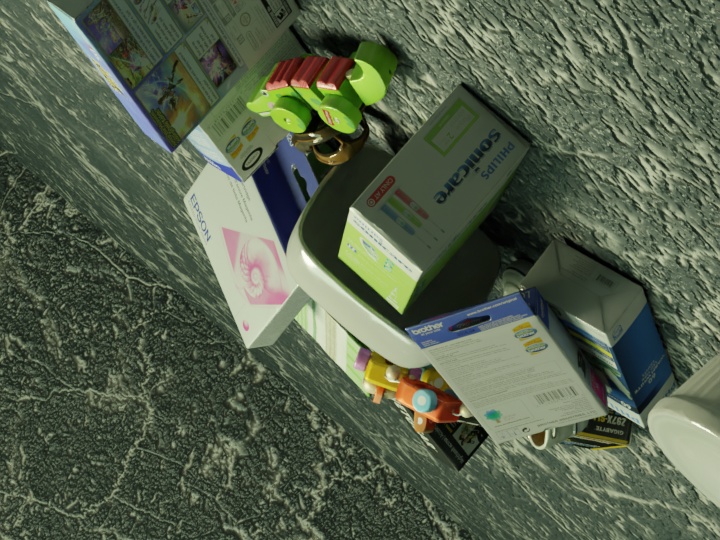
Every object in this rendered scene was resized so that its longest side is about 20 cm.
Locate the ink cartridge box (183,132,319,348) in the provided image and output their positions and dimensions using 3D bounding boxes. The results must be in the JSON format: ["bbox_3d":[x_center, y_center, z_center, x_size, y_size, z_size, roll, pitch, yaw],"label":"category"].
[{"bbox_3d":[-0.106,-0.049,1.765,0.200,0.043,0.198,-51,57,49],"label":"ink cartridge box"}]

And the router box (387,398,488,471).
[{"bbox_3d":[0.108,0.126,1.973,0.051,0.149,0.200,29,163,45],"label":"router box"}]

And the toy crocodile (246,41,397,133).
[{"bbox_3d":[-0.038,-0.169,1.504,0.199,0.068,0.062,5,148,52],"label":"toy crocodile"}]

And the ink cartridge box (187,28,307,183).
[{"bbox_3d":[-0.122,-0.184,1.613,0.076,0.137,0.200,30,164,49],"label":"ink cartridge box"}]

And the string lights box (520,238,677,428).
[{"bbox_3d":[0.228,0.062,1.562,0.102,0.059,0.200,32,165,33],"label":"string lights box"}]

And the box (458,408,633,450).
[{"bbox_3d":[0.189,0.158,1.850,0.198,0.050,0.160,12,173,-5],"label":"box"}]

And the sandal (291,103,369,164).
[{"bbox_3d":[-0.026,-0.130,1.622,0.055,0.081,0.200,56,171,-3],"label":"sandal"}]

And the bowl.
[{"bbox_3d":[0.024,-0.006,1.625,0.200,0.200,0.075,40,132,-5],"label":"bowl"}]

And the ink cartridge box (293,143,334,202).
[{"bbox_3d":[-0.058,-0.080,1.869,0.059,0.104,0.200,40,169,5],"label":"ink cartridge box"}]

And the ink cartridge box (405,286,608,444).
[{"bbox_3d":[0.136,0.082,1.524,0.118,0.042,0.200,-18,137,23],"label":"ink cartridge box"}]

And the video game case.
[{"bbox_3d":[-0.156,-0.229,1.443,0.045,0.182,0.200,33,166,33],"label":"video game case"}]

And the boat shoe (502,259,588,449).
[{"bbox_3d":[0.172,0.089,1.676,0.071,0.070,0.201,19,131,54],"label":"boat shoe"}]

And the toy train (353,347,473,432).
[{"bbox_3d":[0.071,0.129,1.674,0.149,0.056,0.200,24,-171,27],"label":"toy train"}]

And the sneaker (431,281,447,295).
[{"bbox_3d":[0.070,0.017,1.795,0.071,0.073,0.200,41,-174,2],"label":"sneaker"}]

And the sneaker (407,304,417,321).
[{"bbox_3d":[0.000,0.000,1.704,0.201,0.066,0.079,58,177,36],"label":"sneaker"}]

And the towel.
[{"bbox_3d":[-0.046,0.044,1.864,0.200,0.031,0.149,46,166,13],"label":"towel"}]

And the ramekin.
[{"bbox_3d":[0.351,0.152,1.406,0.202,0.094,0.203,40,168,10],"label":"ramekin"}]

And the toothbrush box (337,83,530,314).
[{"bbox_3d":[0.060,-0.057,1.458,0.086,0.146,0.200,41,169,4],"label":"toothbrush box"}]
